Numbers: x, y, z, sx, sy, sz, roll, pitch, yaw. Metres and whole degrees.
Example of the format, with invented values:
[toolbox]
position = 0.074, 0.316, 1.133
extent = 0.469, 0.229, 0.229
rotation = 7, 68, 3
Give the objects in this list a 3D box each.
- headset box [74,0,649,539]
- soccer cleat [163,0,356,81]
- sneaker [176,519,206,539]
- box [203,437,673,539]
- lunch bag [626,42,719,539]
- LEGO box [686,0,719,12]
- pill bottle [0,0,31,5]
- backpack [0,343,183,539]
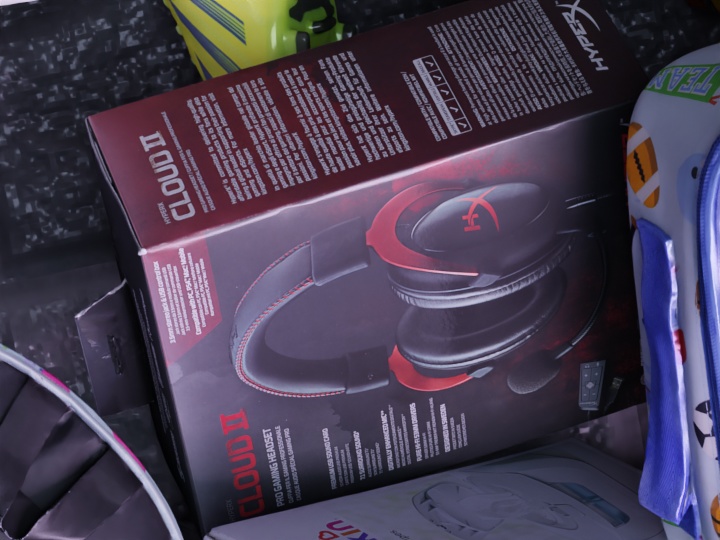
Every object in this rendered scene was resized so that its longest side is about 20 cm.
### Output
[headset box]
position = 0.000, 0.000, 1.018
extent = 0.199, 0.075, 0.149
rotation = -17, 135, -9
[soccer cleat]
position = -0.058, -0.121, 1.036
extent = 0.083, 0.065, 0.201
rotation = -9, 107, 20
[sneaker]
position = -0.044, 0.184, 1.079
extent = 0.088, 0.074, 0.201
rotation = -5, 103, -28
[box]
position = 0.031, 0.177, 1.025
extent = 0.176, 0.097, 0.201
rotation = -10, 113, -42
[lunch bag]
position = 0.161, 0.016, 0.955
extent = 0.160, 0.076, 0.201
rotation = -20, 118, -21
[LEGO box]
position = 0.135, -0.190, 1.010
extent = 0.077, 0.149, 0.201
rotation = -23, 103, -8
[pill bottle]
position = -0.152, -0.186, 0.967
extent = 0.116, 0.116, 0.201
rotation = -7, 101, -11
[backpack]
position = -0.159, 0.117, 0.992
extent = 0.177, 0.151, 0.200
rotation = 43, 86, -8
